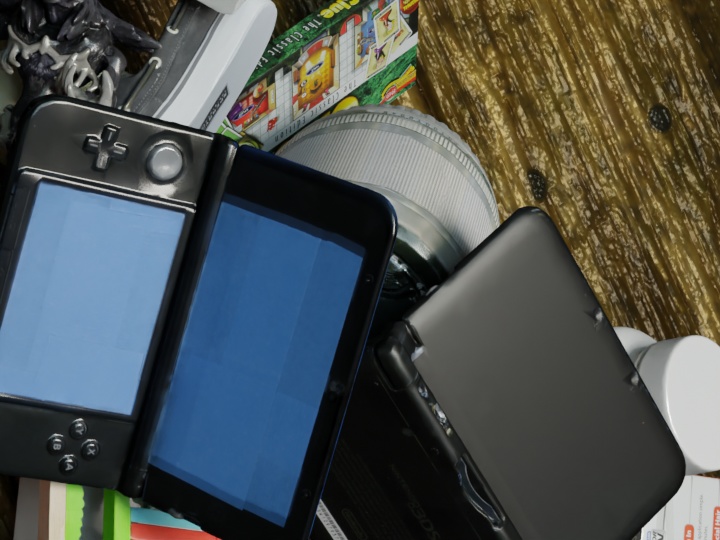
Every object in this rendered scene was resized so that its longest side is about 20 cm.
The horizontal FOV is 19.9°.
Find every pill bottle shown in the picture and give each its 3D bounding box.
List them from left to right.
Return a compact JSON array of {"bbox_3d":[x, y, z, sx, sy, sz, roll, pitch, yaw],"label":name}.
[{"bbox_3d":[0.138,0.097,1.291,0.111,0.199,0.112,14,70,-42],"label":"pill bottle"}]

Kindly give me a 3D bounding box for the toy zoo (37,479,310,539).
[{"bbox_3d":[-0.082,0.148,1.141,0.198,0.020,0.132,11,61,-25],"label":"toy zoo"}]

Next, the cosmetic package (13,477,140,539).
[{"bbox_3d":[-0.161,0.191,1.186,0.082,0.050,0.202,18,73,-50],"label":"cosmetic package"}]

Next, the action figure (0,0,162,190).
[{"bbox_3d":[-0.182,-0.099,1.100,0.118,0.102,0.201,17,73,8],"label":"action figure"}]

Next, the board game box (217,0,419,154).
[{"bbox_3d":[-0.036,-0.111,1.294,0.023,0.105,0.200,37,58,25],"label":"board game box"}]

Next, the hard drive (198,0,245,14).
[{"bbox_3d":[-0.095,-0.229,1.228,0.131,0.026,0.200,29,35,2],"label":"hard drive"}]

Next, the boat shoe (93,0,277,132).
[{"bbox_3d":[-0.122,-0.090,1.168,0.066,0.070,0.201,26,70,12],"label":"boat shoe"}]

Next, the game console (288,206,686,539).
[{"bbox_3d":[0.055,0.092,1.126,0.201,0.175,0.117,58,35,-23],"label":"game console"}]

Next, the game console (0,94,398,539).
[{"bbox_3d":[-0.100,0.031,1.043,0.170,0.118,0.202,12,98,-30],"label":"game console"}]

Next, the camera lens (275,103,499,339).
[{"bbox_3d":[0.000,0.000,1.209,0.160,0.159,0.200,54,21,-13],"label":"camera lens"}]

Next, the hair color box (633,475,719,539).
[{"bbox_3d":[0.256,0.204,1.437,0.199,0.064,0.112,12,78,-30],"label":"hair color box"}]

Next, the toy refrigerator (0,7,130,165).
[{"bbox_3d":[-0.215,-0.116,1.195,0.199,0.076,0.070,30,69,-23],"label":"toy refrigerator"}]
